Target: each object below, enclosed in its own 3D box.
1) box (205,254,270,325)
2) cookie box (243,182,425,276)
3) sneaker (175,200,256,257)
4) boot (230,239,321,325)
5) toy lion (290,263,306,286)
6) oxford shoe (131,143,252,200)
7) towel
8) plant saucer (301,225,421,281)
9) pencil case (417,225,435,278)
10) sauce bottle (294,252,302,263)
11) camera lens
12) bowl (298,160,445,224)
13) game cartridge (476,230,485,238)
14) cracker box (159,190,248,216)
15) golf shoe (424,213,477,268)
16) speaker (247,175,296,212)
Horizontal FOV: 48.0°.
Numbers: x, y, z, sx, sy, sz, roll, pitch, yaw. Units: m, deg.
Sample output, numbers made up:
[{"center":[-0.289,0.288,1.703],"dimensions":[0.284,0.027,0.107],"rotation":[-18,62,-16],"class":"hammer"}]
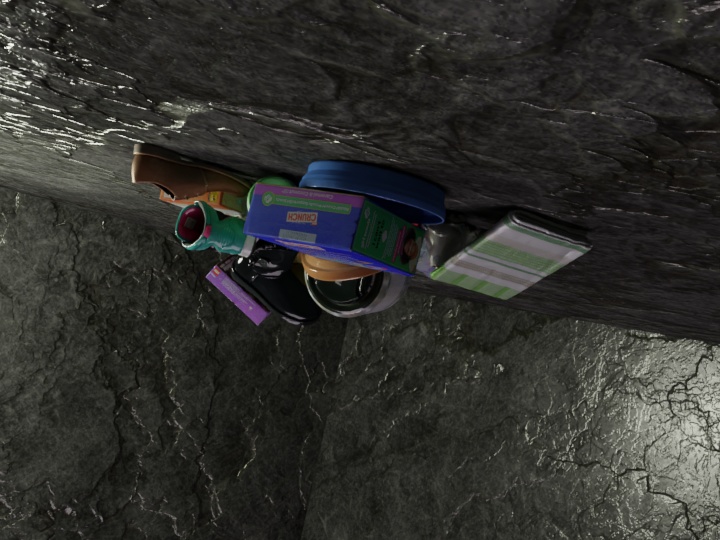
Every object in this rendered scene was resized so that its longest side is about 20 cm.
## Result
[{"center":[-0.207,0.017,1.617],"dimensions":[0.137,0.039,0.200],"rotation":[43,-156,-1],"class":"box"},{"center":[-0.030,-0.054,1.105],"dimensions":[0.171,0.075,0.200],"rotation":[11,176,28],"class":"cookie box"},{"center":[-0.253,-0.068,1.371],"dimensions":[0.120,0.084,0.200],"rotation":[17,179,-20],"class":"sneaker"},{"center":[-0.137,0.000,1.471],"dimensions":[0.200,0.076,0.168],"rotation":[35,141,0],"class":"boot"},{"center":[-0.093,0.005,1.658],"dimensions":[0.191,0.069,0.200],"rotation":[-8,-145,-36],"class":"toy lion"},{"center":[-0.267,-0.140,1.281],"dimensions":[0.200,0.072,0.071],"rotation":[13,175,-30],"class":"oxford shoe"},{"center":[0.214,-0.021,1.173],"dimensions":[0.149,0.031,0.200],"rotation":[17,149,-25],"class":"towel"},{"center":[0.000,-0.047,1.293],"dimensions":[0.200,0.032,0.200],"rotation":[-15,-154,7],"class":"plant saucer"},{"center":[0.117,-0.035,1.452],"dimensions":[0.091,0.083,0.200],"rotation":[31,-176,26],"class":"pencil case"},{"center":[-0.164,-0.047,1.543],"dimensions":[0.199,0.066,0.066],"rotation":[1,172,25],"class":"sauce bottle"},{"center":[0.000,0.000,1.477],"dimensions":[0.159,0.161,0.200],"rotation":[11,-175,19],"class":"camera lens"},{"center":[0.018,-0.104,1.085],"dimensions":[0.200,0.040,0.201],"rotation":[12,176,1],"class":"bowl"},{"center":[0.278,-0.029,1.409],"dimensions":[0.133,0.041,0.200],"rotation":[7,175,16],"class":"game cartridge"},{"center":[-0.249,-0.127,1.477],"dimensions":[0.134,0.058,0.200],"rotation":[8,175,26],"class":"cracker box"},{"center":[0.137,-0.035,1.307],"dimensions":[0.078,0.098,0.200],"rotation":[10,177,18],"class":"golf shoe"},{"center":[-0.133,-0.099,1.304],"dimensions":[0.088,0.089,0.200],"rotation":[12,177,-1],"class":"speaker"}]
